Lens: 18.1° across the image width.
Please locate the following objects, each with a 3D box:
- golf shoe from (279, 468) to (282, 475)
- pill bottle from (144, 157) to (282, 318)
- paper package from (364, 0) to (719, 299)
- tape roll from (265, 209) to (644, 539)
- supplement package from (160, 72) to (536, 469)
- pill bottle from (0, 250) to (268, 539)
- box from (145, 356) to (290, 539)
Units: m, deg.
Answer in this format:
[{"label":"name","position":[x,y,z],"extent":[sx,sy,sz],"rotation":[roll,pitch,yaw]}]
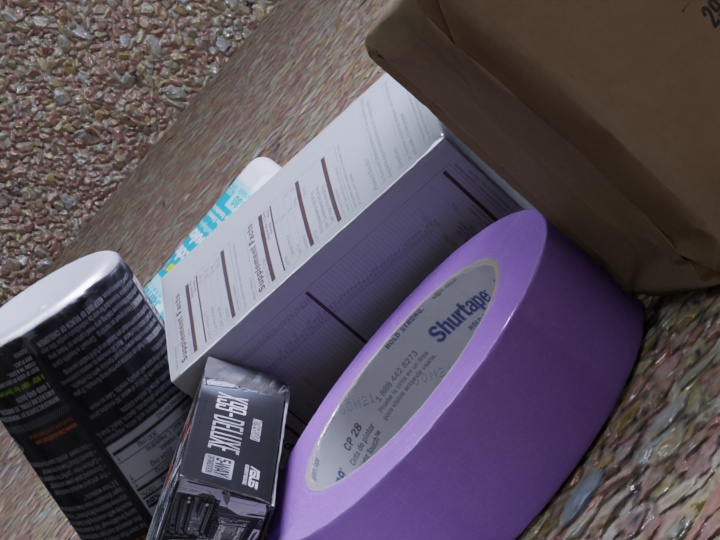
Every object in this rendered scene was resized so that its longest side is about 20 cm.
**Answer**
[{"label":"golf shoe","position":[-0.066,0.085,1.354],"extent":[0.200,0.094,0.078],"rotation":[-45,11,18]},{"label":"pill bottle","position":[-0.092,0.027,1.592],"extent":[0.200,0.111,0.111],"rotation":[-50,11,0]},{"label":"paper package","position":[0.131,-0.123,1.017],"extent":[0.200,0.191,0.103],"rotation":[-54,12,-22]},{"label":"tape roll","position":[0.043,0.068,1.067],"extent":[0.200,0.066,0.200],"rotation":[-47,13,14]},{"label":"supplement package","position":[0.000,0.000,1.225],"extent":[0.200,0.114,0.110],"rotation":[-41,28,16]},{"label":"pill bottle","position":[-0.126,0.098,1.254],"extent":[0.106,0.200,0.106],"rotation":[-29,13,8]},{"label":"box","position":[-0.091,0.164,1.134],"extent":[0.158,0.050,0.201],"rotation":[-86,15,-72]}]
